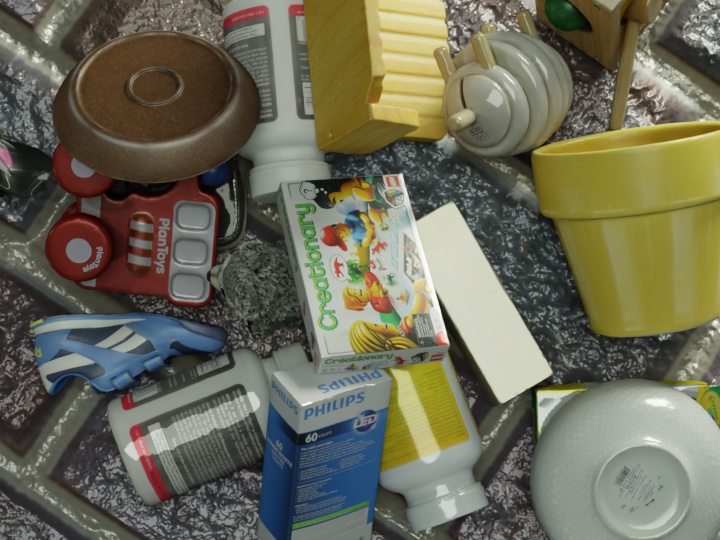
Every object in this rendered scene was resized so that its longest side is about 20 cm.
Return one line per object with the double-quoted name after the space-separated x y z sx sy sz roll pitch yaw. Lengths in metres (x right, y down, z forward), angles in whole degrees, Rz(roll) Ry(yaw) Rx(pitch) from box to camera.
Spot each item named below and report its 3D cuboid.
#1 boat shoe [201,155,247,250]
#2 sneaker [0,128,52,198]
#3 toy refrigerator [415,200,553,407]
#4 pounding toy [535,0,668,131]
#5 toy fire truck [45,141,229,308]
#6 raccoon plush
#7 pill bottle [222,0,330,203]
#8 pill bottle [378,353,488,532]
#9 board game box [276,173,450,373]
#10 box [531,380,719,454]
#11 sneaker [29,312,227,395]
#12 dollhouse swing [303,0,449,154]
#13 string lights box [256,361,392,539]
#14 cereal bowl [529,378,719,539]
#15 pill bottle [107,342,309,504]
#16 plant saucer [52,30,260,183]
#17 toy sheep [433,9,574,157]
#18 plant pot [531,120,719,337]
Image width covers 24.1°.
-0.161 -0.120 1.717 0.072 0.065 0.200 -9 83 2 "boat shoe"
-0.371 -0.094 1.672 0.080 0.200 0.086 16 97 -33 "sneaker"
0.117 0.033 1.700 0.070 0.076 0.200 -30 84 -4 "toy refrigerator"
0.264 -0.282 1.700 0.142 0.184 0.200 38 84 16 "pounding toy"
-0.217 -0.069 1.670 0.168 0.112 0.200 6 102 -3 "toy fire truck"
-0.050 0.002 1.670 0.200 0.134 0.097 -14 84 -3 "raccoon plush"
-0.078 -0.173 1.703 0.111 0.111 0.200 -5 83 -2 "pill bottle"
0.054 0.150 1.666 0.112 0.112 0.200 -20 84 -3 "pill bottle"
0.000 0.000 1.613 0.126 0.035 0.200 -5 59 -16 "board game box"
0.274 0.170 1.694 0.200 0.048 0.117 -1 92 1 "box"
-0.231 0.083 1.691 0.200 0.074 0.082 -3 83 7 "sneaker"
0.045 -0.225 1.650 0.176 0.182 0.200 -2 82 -25 "dollhouse swing"
-0.036 0.181 1.614 0.103 0.059 0.200 -13 127 -30 "string lights box"
0.267 0.208 1.632 0.200 0.083 0.200 0 95 -1 "cereal bowl"
-0.137 0.144 1.656 0.200 0.111 0.111 -22 84 -4 "pill bottle"
-0.196 -0.167 1.613 0.200 0.035 0.200 1 48 -1 "plant saucer"
0.141 -0.178 1.683 0.200 0.138 0.138 -31 83 -43 "toy sheep"
0.279 -0.039 1.662 0.201 0.201 0.189 -9 98 -2 "plant pot"
